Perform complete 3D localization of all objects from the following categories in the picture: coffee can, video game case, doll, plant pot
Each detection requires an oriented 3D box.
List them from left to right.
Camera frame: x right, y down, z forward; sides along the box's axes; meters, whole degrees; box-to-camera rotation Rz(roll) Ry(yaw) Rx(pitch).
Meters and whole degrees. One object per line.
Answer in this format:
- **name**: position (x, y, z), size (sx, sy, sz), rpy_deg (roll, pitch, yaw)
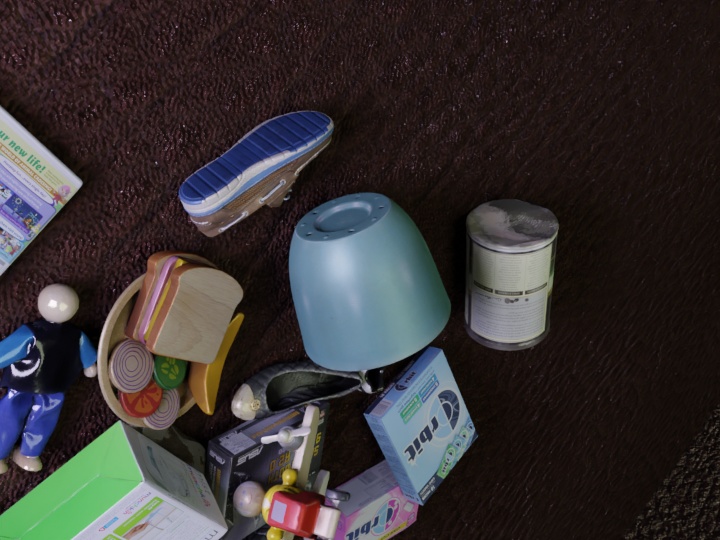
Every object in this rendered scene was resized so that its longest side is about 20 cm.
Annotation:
- **video game case**: position (-0.368, -0.070, 0.701), size (0.182, 0.022, 0.200), rpy_deg (-51, 140, -11)
- **doll**: position (-0.334, 0.108, 0.828), size (0.136, 0.048, 0.202), rpy_deg (12, 104, -51)
- **plant pot**: position (0.000, 0.000, 1.023), size (0.200, 0.200, 0.162), rpy_deg (-34, 121, -29)
- **coffee can**: position (0.242, 0.007, 1.322), size (0.146, 0.146, 0.201), rpy_deg (-30, 133, -32)

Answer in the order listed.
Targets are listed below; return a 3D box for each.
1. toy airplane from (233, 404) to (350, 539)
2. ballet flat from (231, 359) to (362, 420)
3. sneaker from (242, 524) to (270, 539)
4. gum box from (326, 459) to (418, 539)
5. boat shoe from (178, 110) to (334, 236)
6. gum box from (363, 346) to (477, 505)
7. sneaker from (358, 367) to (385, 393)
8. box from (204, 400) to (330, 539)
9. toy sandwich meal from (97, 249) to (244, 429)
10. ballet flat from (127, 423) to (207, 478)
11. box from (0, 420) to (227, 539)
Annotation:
- **toy airplane**: position (-0.096, 0.304, 1.059), size (0.201, 0.140, 0.200), rpy_deg (-83, -173, -55)
- **ballet flat**: position (-0.086, 0.159, 1.115), size (0.199, 0.057, 0.067), rpy_deg (-14, 109, -35)
- **sneaker**: position (-0.160, 0.412, 1.188), size (0.199, 0.073, 0.082), rpy_deg (-33, 135, -29)
- **gum box**: position (0.022, 0.406, 1.389), size (0.199, 0.066, 0.115), rpy_deg (-19, 125, -40)
- **boat shoe**: position (-0.113, -0.111, 0.927), size (0.199, 0.072, 0.073), rpy_deg (-33, 140, -17)
- **gum box**: position (0.106, 0.258, 1.354), size (0.170, 0.044, 0.201), rpy_deg (-43, 124, -32)
- **sneaker**: position (0.024, 0.087, 1.187), size (0.073, 0.080, 0.202), rpy_deg (-6, 116, -44)
- **box**: position (-0.131, 0.275, 1.133), size (0.199, 0.048, 0.160), rpy_deg (-19, 126, -50)
- **toy sandwich meal**: position (-0.203, 0.082, 0.909), size (0.205, 0.070, 0.207), rpy_deg (-21, 117, -52)
- **ballet flat**: position (-0.242, 0.227, 1.013), size (0.201, 0.046, 0.068), rpy_deg (69, 38, -51)
- **box**: position (-0.284, 0.298, 0.922), size (0.200, 0.097, 0.177), rpy_deg (-39, 139, -1)
